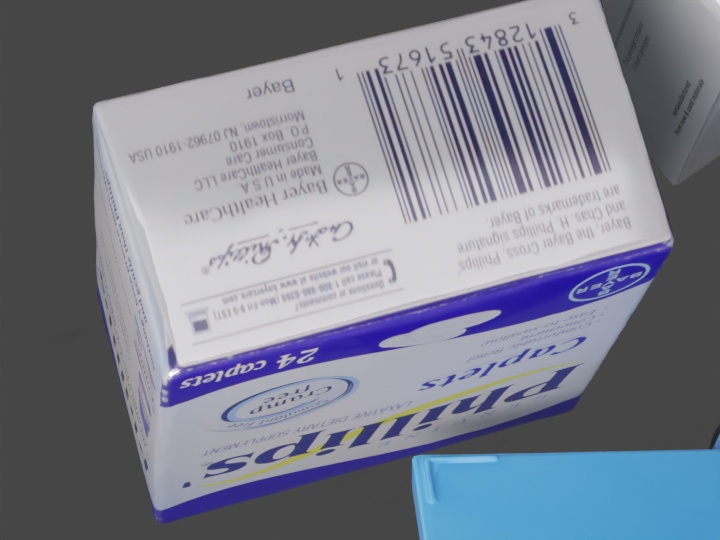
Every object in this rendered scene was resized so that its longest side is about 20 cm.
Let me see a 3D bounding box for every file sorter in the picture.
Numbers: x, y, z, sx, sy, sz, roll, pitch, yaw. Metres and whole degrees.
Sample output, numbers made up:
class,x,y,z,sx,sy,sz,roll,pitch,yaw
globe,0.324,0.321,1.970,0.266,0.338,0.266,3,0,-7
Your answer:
class,x,y,z,sx,sy,sz,roll,pitch,yaw
file sorter,0.120,0.152,0.896,0.198,0.124,0.139,-1,29,-4

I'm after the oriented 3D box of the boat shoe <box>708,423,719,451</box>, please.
class,x,y,z,sx,sy,sz,roll,pitch,yaw
boat shoe,0.217,0.036,0.999,0.199,0.069,0.085,-24,72,-9

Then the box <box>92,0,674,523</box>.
class,x,y,z,sx,sy,sz,roll,pitch,yaw
box,0.000,0.000,0.920,0.182,0.200,0.106,-14,73,-10

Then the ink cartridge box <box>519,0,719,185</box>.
class,x,y,z,sx,sy,sz,roll,pitch,yaw
ink cartridge box,0.131,-0.172,1.023,0.145,0.145,0.200,-35,77,-15
